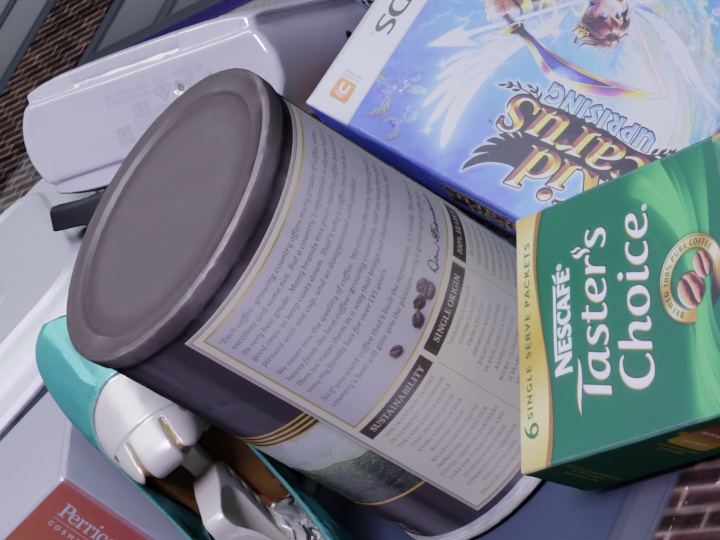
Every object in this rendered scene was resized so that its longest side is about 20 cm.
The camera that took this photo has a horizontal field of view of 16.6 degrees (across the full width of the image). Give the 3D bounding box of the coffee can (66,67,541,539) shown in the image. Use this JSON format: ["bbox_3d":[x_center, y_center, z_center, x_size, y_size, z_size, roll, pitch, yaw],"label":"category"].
[{"bbox_3d":[-0.012,0.020,1.132,0.146,0.200,0.147,-40,33,32],"label":"coffee can"}]

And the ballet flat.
[{"bbox_3d":[-0.074,0.094,1.164,0.067,0.200,0.070,-44,9,6],"label":"ballet flat"}]

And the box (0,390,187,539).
[{"bbox_3d":[-0.152,0.179,1.260,0.200,0.152,0.106,-46,21,20],"label":"box"}]

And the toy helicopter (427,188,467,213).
[{"bbox_3d":[0.000,0.000,1.268,0.079,0.132,0.200,25,65,28],"label":"toy helicopter"}]

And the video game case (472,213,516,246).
[{"bbox_3d":[0.111,-0.063,1.273,0.143,0.017,0.200,-36,28,36],"label":"video game case"}]

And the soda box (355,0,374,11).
[{"bbox_3d":[0.033,-0.160,1.281,0.068,0.200,0.064,-55,22,-9],"label":"soda box"}]

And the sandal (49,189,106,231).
[{"bbox_3d":[-0.080,-0.033,1.252,0.075,0.045,0.200,-12,-1,-45],"label":"sandal"}]

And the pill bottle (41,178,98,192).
[{"bbox_3d":[-0.136,-0.009,1.476,0.113,0.113,0.200,-52,17,2],"label":"pill bottle"}]

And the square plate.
[{"bbox_3d":[-0.210,0.036,1.357,0.200,0.028,0.198,-48,25,1],"label":"square plate"}]

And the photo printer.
[{"bbox_3d":[-0.065,-0.102,1.352,0.166,0.070,0.200,-16,4,28],"label":"photo printer"}]

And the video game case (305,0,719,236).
[{"bbox_3d":[0.102,-0.106,1.176,0.200,0.045,0.182,30,83,31],"label":"video game case"}]

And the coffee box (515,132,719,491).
[{"bbox_3d":[0.142,0.012,1.009,0.200,0.044,0.123,-22,62,50],"label":"coffee box"}]
